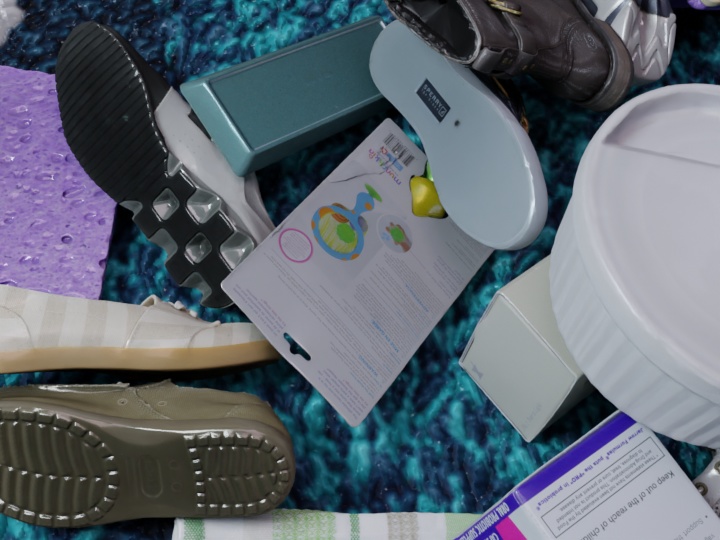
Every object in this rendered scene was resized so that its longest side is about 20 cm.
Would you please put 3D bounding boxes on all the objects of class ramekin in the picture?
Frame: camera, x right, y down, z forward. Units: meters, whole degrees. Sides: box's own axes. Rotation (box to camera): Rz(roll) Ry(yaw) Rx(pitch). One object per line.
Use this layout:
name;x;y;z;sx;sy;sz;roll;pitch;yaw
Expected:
ramekin;0.196;0.004;0.677;0.202;0.094;0.203;8;57;-12

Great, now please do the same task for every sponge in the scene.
sponge;-0.211;-0.040;0.787;0.111;0.030;0.201;9;58;-7

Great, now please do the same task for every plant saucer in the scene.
plant saucer;-0.030;-0.124;0.830;0.200;0.019;0.070;-31;86;-46

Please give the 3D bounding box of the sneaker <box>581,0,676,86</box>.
sneaker;0.174;-0.233;0.908;0.079;0.129;0.200;6;91;-42

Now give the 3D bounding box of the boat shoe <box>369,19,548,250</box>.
boat shoe;0.086;-0.089;0.817;0.091;0.071;0.201;12;39;-43

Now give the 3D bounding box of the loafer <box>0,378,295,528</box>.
loafer;-0.133;0.101;0.700;0.199;0.076;0.067;6;17;4

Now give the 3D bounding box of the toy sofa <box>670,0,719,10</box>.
toy sofa;0.317;-0.225;0.963;0.199;0.083;0.098;-5;66;-14

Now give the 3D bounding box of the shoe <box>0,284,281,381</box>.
shoe;-0.136;0.034;0.711;0.199;0.070;0.054;3;78;-31

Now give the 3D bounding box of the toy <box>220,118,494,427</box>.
toy;0.000;0.000;0.787;0.115;0.047;0.200;46;52;-5

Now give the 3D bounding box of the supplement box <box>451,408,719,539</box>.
supplement box;0.154;0.193;0.666;0.103;0.101;0.200;-28;73;-33

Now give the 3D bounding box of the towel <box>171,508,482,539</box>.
towel;-0.007;0.207;0.689;0.199;0.031;0.150;4;62;-11

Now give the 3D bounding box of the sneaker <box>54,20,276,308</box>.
sneaker;-0.118;-0.070;0.791;0.200;0.074;0.088;57;28;3

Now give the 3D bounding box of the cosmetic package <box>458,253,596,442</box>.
cosmetic package;0.167;0.012;0.787;0.200;0.104;0.073;-34;72;-25

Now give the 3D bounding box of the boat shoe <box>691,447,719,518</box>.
boat shoe;0.230;0.105;0.739;0.069;0.071;0.200;35;82;23

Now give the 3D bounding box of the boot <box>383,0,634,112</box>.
boot;0.078;-0.179;0.819;0.174;0.069;0.200;7;31;-41
